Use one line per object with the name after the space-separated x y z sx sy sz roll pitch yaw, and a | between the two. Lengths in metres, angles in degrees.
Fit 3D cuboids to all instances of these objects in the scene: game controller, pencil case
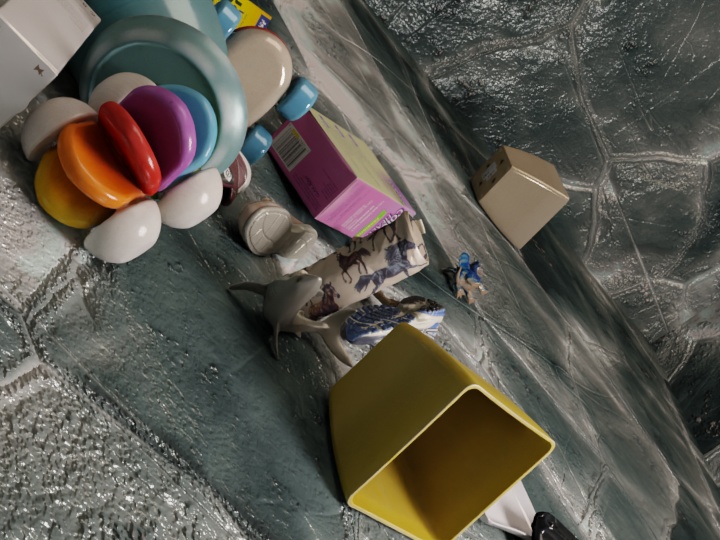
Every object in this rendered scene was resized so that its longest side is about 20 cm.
0.303 0.438 1.629 0.200 0.042 0.105 46 50 -38 | game controller
-0.002 -0.003 1.442 0.078 0.200 0.090 58 10 -25 | pencil case

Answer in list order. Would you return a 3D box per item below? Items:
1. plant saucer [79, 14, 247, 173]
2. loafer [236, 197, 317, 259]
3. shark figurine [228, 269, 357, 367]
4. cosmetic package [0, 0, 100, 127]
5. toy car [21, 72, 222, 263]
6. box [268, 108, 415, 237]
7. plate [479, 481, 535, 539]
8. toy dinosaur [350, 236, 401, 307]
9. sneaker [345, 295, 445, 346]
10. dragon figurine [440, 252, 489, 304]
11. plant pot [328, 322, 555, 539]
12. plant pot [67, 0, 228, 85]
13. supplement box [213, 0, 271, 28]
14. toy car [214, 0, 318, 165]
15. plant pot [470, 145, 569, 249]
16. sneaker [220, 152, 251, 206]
-0.222 -0.179 1.210 0.200 0.200 0.027 50 29 -12 | plant saucer
-0.124 -0.061 1.478 0.063 0.072 0.200 42 6 20 | loafer
-0.083 0.070 1.345 0.215 0.128 0.090 58 30 -65 | shark figurine
-0.347 -0.227 1.124 0.085 0.108 0.200 47 17 -20 | cosmetic package
-0.225 -0.122 1.104 0.200 0.150 0.175 -33 87 -41 | toy car
-0.032 -0.149 1.785 0.176 0.097 0.200 56 17 28 | box
0.188 0.309 1.630 0.200 0.032 0.200 34 27 -49 | plate
0.000 0.000 1.718 0.200 0.058 0.101 54 -5 47 | toy dinosaur
0.052 0.097 1.600 0.077 0.085 0.200 23 20 38 | sneaker
0.201 0.005 2.194 0.200 0.059 0.100 25 34 -59 | dragon figurine
0.075 0.184 1.333 0.200 0.200 0.177 37 12 -43 | plant pot
-0.243 -0.239 1.305 0.188 0.200 0.200 66 17 -1 | plant pot
-0.245 -0.388 1.633 0.109 0.109 0.200 36 8 29 | supplement box
-0.186 -0.281 1.572 0.184 0.177 0.200 42 8 -25 | toy car
0.414 -0.217 2.978 0.177 0.200 0.200 32 25 -24 | plant pot
-0.216 -0.164 1.405 0.200 0.076 0.116 49 21 -19 | sneaker
